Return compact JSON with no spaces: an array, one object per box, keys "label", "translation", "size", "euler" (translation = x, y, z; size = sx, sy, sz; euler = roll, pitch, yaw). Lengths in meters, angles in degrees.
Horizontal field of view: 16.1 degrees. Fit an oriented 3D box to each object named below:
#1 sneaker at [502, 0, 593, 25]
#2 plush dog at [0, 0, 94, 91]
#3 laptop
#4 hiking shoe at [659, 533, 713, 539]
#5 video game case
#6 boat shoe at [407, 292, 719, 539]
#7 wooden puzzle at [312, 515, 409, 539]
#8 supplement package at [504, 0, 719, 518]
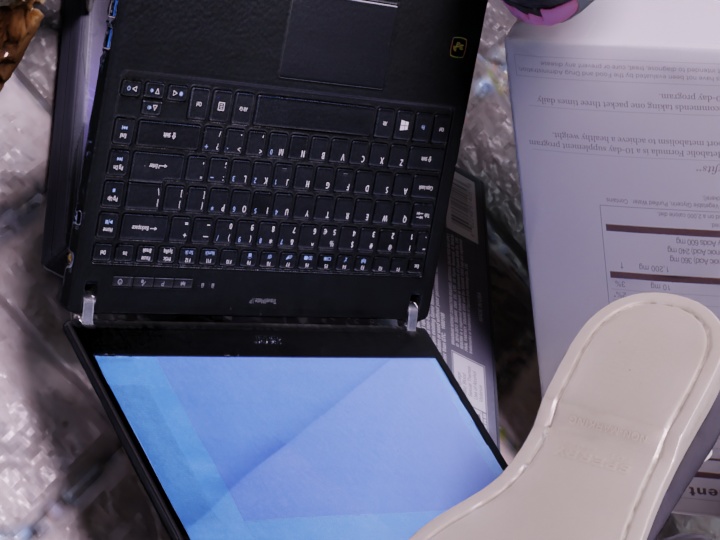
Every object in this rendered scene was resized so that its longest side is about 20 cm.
[{"label":"sneaker","translation":[0.045,-0.164,0.914],"size":[0.095,0.079,0.201],"euler":[38,19,-34]},{"label":"plush dog","translation":[-0.163,-0.165,0.869],"size":[0.171,0.161,0.200],"euler":[33,22,5]},{"label":"laptop","translation":[0.000,0.000,0.845],"size":[0.176,0.103,0.202],"euler":[3,101,-47]},{"label":"hiking shoe","translation":[0.088,0.178,0.823],"size":[0.101,0.075,0.201],"euler":[51,45,-24]},{"label":"video game case","translation":[-0.029,-0.019,0.962],"size":[0.199,0.019,0.144],"euler":[27,43,-28]},{"label":"boat shoe","translation":[0.064,0.096,0.825],"size":[0.072,0.063,0.200],"euler":[19,53,28]},{"label":"wooden puzzle","translation":[0.031,0.147,0.861],"size":[0.184,0.046,0.201],"euler":[18,48,-37]},{"label":"supplement package","translation":[0.129,-0.018,0.971],"size":[0.114,0.109,0.201],"euler":[-55,143,-53]}]
